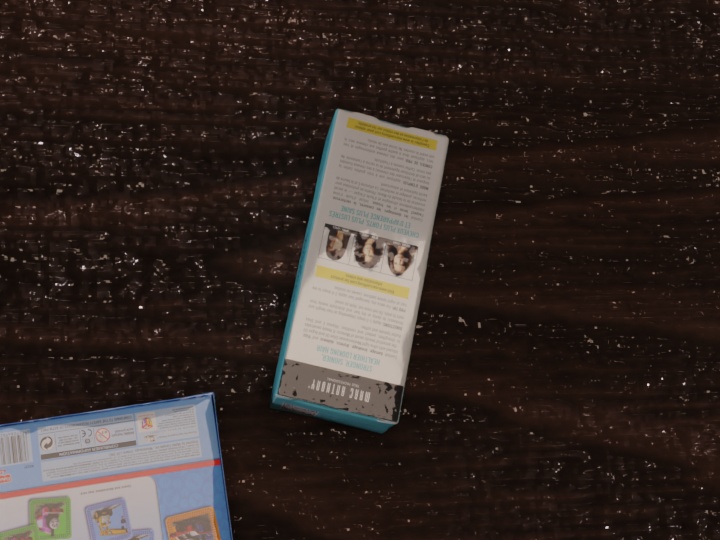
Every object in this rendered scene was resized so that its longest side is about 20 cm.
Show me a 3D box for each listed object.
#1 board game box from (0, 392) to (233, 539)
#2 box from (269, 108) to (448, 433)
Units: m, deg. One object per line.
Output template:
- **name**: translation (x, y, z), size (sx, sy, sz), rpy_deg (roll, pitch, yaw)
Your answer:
- **board game box**: translation (-0.150, 0.186, 0.743), size (0.150, 0.037, 0.202), rpy_deg (-7, 76, -12)
- **box**: translation (0.000, 0.000, 0.813), size (0.081, 0.049, 0.202), rpy_deg (14, 73, -6)
